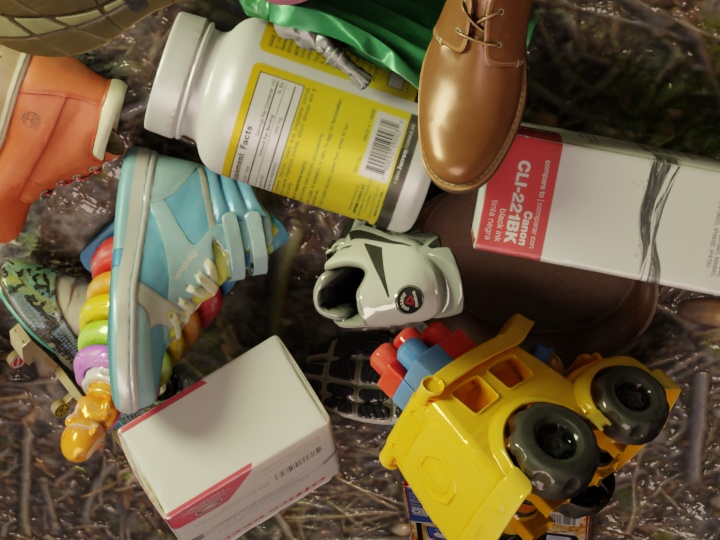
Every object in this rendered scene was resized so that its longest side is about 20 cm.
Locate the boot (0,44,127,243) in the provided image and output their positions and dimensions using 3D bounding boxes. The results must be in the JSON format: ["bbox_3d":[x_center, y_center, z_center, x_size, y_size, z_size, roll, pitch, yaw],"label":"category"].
[{"bbox_3d":[-0.234,-0.081,1.654,0.106,0.075,0.201,16,137,-8],"label":"boot"}]

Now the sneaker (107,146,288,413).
[{"bbox_3d":[-0.119,0.009,1.628,0.129,0.202,0.080,5,164,-7],"label":"sneaker"}]

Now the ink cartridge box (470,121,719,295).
[{"bbox_3d":[0.178,-0.043,1.496,0.198,0.144,0.085,10,97,1],"label":"ink cartridge box"}]

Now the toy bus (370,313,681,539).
[{"bbox_3d":[0.108,0.102,1.647,0.192,0.199,0.136,47,140,19],"label":"toy bus"}]

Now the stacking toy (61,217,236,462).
[{"bbox_3d":[-0.179,0.062,1.686,0.109,0.201,0.116,33,143,-17],"label":"stacking toy"}]

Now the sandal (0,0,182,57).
[{"bbox_3d":[-0.176,-0.204,1.524,0.198,0.054,0.081,-21,134,15],"label":"sandal"}]

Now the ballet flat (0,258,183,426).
[{"bbox_3d":[-0.210,0.050,1.792,0.074,0.075,0.200,-14,137,29],"label":"ballet flat"}]

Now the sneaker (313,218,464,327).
[{"bbox_3d":[0.000,0.000,1.593,0.088,0.200,0.075,-17,101,-14],"label":"sneaker"}]

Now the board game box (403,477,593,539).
[{"bbox_3d":[0.116,0.210,1.836,0.150,0.047,0.201,8,151,8],"label":"board game box"}]

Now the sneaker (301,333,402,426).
[{"bbox_3d":[0.048,0.107,1.767,0.198,0.078,0.080,12,150,7],"label":"sneaker"}]

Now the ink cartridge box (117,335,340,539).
[{"bbox_3d":[-0.099,0.142,1.733,0.146,0.083,0.200,-31,166,-7],"label":"ink cartridge box"}]

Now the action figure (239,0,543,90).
[{"bbox_3d":[0.011,-0.158,1.484,0.198,0.118,0.055,20,131,10],"label":"action figure"}]

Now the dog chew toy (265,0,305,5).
[{"bbox_3d":[-0.090,-0.240,1.412,0.199,0.125,0.124,32,136,-29],"label":"dog chew toy"}]

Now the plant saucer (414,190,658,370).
[{"bbox_3d":[0.124,-0.004,1.653,0.198,0.035,0.201,9,136,8],"label":"plant saucer"}]

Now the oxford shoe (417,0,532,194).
[{"bbox_3d":[0.074,-0.149,1.393,0.071,0.202,0.071,12,177,12],"label":"oxford shoe"}]

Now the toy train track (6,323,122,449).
[{"bbox_3d":[-0.238,0.107,1.839,0.032,0.115,0.200,-41,141,-1],"label":"toy train track"}]

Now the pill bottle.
[{"bbox_3d":[-0.043,-0.108,1.536,0.198,0.113,0.113,18,138,-2],"label":"pill bottle"}]
